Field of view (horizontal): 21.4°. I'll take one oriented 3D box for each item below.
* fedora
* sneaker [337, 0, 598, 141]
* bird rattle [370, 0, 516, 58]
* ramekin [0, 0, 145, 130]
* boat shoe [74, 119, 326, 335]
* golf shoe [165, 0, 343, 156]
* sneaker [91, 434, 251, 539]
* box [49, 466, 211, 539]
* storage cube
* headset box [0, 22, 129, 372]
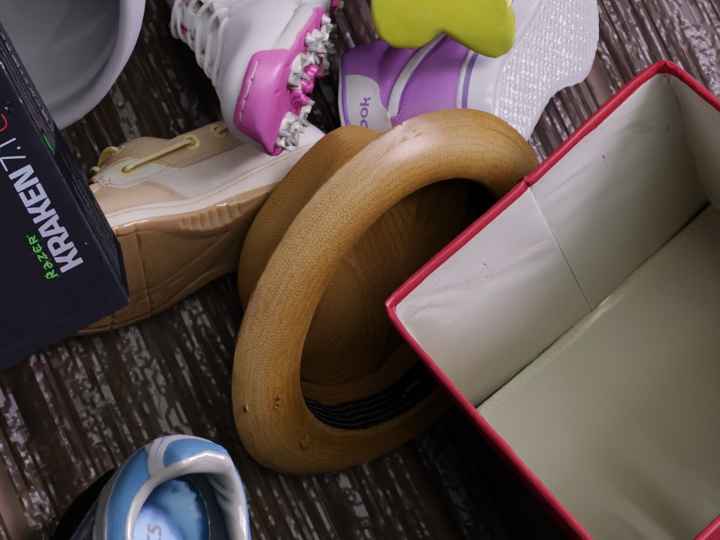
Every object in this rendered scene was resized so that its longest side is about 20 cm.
[{"bbox_3d":[0.000,0.000,0.905,0.199,0.202,0.082,-28,49,-25],"label":"fedora"},{"bbox_3d":[0.051,-0.118,0.995,0.200,0.113,0.073,-45,128,-54],"label":"sneaker"},{"bbox_3d":[0.020,-0.206,0.890,0.163,0.113,0.200,-44,121,-6],"label":"bird rattle"},{"bbox_3d":[-0.179,-0.166,0.857,0.199,0.200,0.106,31,43,-9],"label":"ramekin"},{"bbox_3d":[-0.098,-0.029,0.917,0.198,0.074,0.069,-19,54,-31],"label":"boat shoe"},{"bbox_3d":[-0.058,-0.111,0.912,0.091,0.200,0.076,16,111,-2],"label":"golf shoe"},{"bbox_3d":[-0.071,0.164,0.747,0.071,0.072,0.202,1,75,-22],"label":"sneaker"},{"bbox_3d":[-0.075,0.207,0.829,0.199,0.104,0.149,37,65,-7],"label":"box"},{"bbox_3d":[0.146,0.050,0.864,0.171,0.180,0.200,-41,59,-2],"label":"storage cube"},{"bbox_3d":[-0.221,-0.026,0.776,0.198,0.093,0.175,-26,108,-1],"label":"headset box"}]
